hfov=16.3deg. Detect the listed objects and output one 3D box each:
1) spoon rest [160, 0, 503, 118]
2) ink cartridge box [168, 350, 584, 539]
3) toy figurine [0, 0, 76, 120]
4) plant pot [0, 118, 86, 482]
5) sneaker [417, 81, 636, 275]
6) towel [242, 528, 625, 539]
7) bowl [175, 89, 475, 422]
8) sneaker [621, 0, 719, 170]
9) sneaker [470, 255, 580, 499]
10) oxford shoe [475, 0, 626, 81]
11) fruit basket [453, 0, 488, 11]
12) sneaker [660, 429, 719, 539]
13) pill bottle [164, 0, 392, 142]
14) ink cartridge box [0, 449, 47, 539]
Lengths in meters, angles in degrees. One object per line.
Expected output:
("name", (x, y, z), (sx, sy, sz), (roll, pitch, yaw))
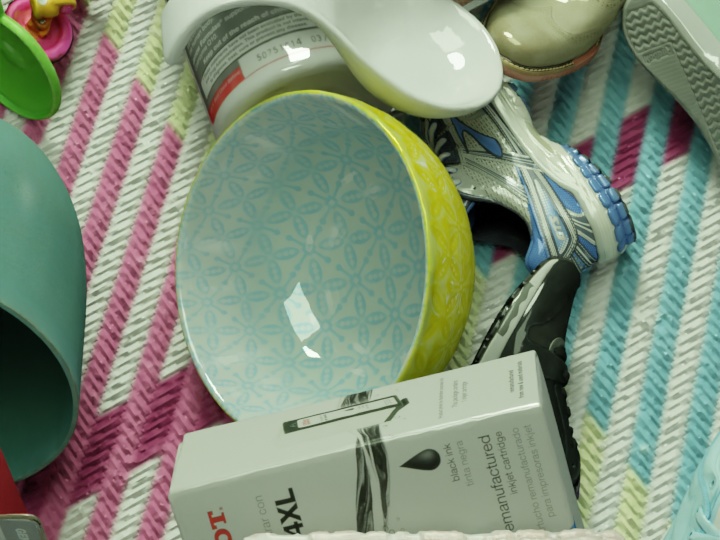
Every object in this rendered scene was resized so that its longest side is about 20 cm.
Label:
("spoon rest", (-0.010, -0.134, 1.434), (0.200, 0.061, 0.099), (6, 49, -19))
("ink cartridge box", (0.015, 0.142, 1.325), (0.200, 0.146, 0.084), (-15, 17, 7))
("toy figurine", (-0.204, -0.222, 1.603), (0.200, 0.150, 0.184), (45, 60, 2))
("plant pot", (-0.246, 0.002, 1.427), (0.200, 0.201, 0.161), (2, 49, 5))
("sneaker", (0.070, -0.065, 1.511), (0.085, 0.077, 0.200), (-40, 64, -13))
("towel", (0.041, 0.222, 1.292), (0.200, 0.191, 0.032), (-2, 23, 4))
("bowl", (0.000, 0.000, 1.443), (0.108, 0.200, 0.200), (2, 47, -47))
("sneaker", (0.260, -0.106, 1.524), (0.118, 0.074, 0.201), (-24, 73, -34))
("sneaker", (0.092, 0.091, 1.425), (0.087, 0.076, 0.200), (27, 74, 2))
("oxford shoe", (0.136, -0.183, 1.538), (0.071, 0.074, 0.200), (34, 46, 12))
("fruit basket", (0.071, -0.268, 1.605), (0.200, 0.094, 0.185), (-31, 80, -22))
("sneaker", (0.197, 0.144, 1.373), (0.074, 0.082, 0.200), (16, 62, 14))
("pill bottle", (-0.061, -0.168, 1.556), (0.114, 0.114, 0.200), (-17, 60, -6))
("ink cartridge box", (-0.233, 0.137, 1.337), (0.175, 0.200, 0.084), (2, 59, 5))
